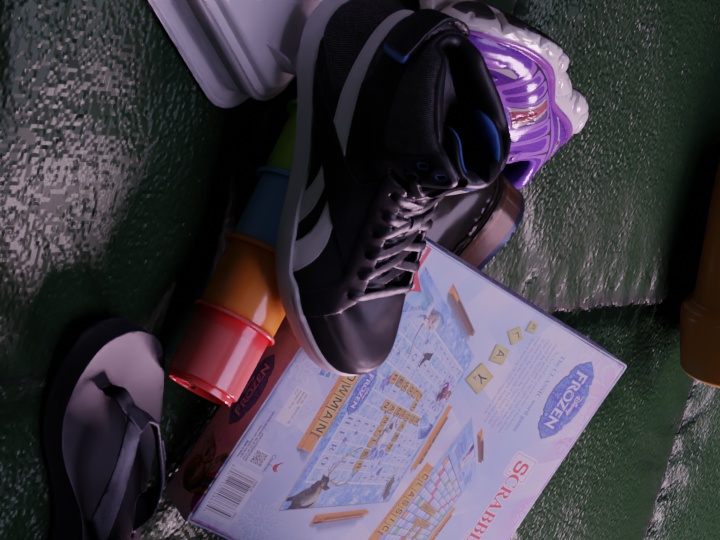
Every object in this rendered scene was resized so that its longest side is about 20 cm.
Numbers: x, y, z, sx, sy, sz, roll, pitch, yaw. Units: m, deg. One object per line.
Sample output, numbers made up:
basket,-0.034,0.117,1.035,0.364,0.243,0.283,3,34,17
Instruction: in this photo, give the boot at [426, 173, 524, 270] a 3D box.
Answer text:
boot,0.000,0.000,1.121,0.200,0.075,0.097,-51,122,-8

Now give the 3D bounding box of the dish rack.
dish rack,-0.027,-0.189,0.948,0.200,0.043,0.172,-57,149,-19

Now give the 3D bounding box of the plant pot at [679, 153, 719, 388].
plant pot,0.358,-0.013,1.569,0.200,0.200,0.184,-20,110,-52

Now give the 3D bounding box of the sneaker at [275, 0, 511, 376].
sneaker,0.019,-0.030,0.949,0.073,0.112,0.201,-17,115,-40

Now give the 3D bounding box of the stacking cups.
stacking cups,-0.042,-0.027,1.011,0.200,0.060,0.061,-61,150,-13

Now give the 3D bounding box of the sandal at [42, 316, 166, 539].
sandal,-0.125,0.115,0.992,0.076,0.043,0.201,-27,131,-49

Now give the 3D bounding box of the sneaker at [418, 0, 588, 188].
sneaker,0.081,-0.101,1.152,0.084,0.081,0.200,-58,150,-6

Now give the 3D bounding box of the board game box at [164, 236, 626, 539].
board game box,0.024,0.089,1.096,0.199,0.041,0.200,32,95,-32
